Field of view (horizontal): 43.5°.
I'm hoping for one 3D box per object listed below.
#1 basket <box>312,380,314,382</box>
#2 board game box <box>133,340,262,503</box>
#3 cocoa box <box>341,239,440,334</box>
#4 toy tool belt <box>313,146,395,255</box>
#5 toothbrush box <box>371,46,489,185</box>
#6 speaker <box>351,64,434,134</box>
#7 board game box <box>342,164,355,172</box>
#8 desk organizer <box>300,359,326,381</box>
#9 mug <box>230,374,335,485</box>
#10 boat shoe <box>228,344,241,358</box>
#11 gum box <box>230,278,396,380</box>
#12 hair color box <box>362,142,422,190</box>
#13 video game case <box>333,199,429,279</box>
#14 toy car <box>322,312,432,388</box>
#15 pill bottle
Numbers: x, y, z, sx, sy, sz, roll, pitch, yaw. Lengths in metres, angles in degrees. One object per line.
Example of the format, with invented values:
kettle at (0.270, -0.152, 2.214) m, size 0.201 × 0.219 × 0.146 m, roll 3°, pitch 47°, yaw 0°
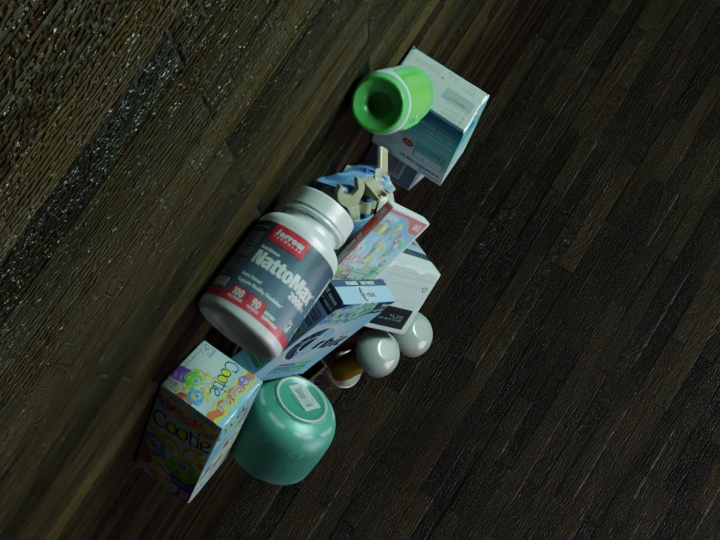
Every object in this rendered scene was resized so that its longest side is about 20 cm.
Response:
basket at (-0.163, 0.208, 1.650) m, size 0.177 × 0.139 × 0.200 m, roll -56°, pitch 168°, yaw -10°
board game box at (-0.230, 0.214, 1.263) m, size 0.105 × 0.103 × 0.200 m, roll -49°, pitch 171°, yaw -47°
cocoa box at (0.000, 0.000, 1.465) m, size 0.134 × 0.199 × 0.131 m, roll -59°, pitch -143°, yaw 23°
toy tool belt at (-0.020, -0.110, 1.333) m, size 0.200 × 0.124 × 0.124 m, roll -29°, pitch 133°, yaw -52°
toothbrush box at (0.108, -0.245, 1.467) m, size 0.086 × 0.146 × 0.200 m, roll -55°, pitch 175°, yaw -18°
speaker at (0.049, -0.242, 1.268) m, size 0.089 × 0.088 × 0.200 m, roll -59°, pitch 174°, yaw 21°
board game box at (-0.026, -0.118, 1.576) m, size 0.135 × 0.034 × 0.200 m, roll -58°, pitch 175°, yaw 10°
desk organizer at (-0.151, 0.199, 1.507) m, size 0.200 × 0.072 × 0.077 m, roll -40°, pitch 177°, yaw -8°
mug at (-0.128, 0.224, 1.372) m, size 0.115 × 0.184 × 0.152 m, roll -54°, pitch -162°, yaw 31°
boat shoe at (-0.160, 0.111, 1.482) m, size 0.201 × 0.070 × 0.072 m, roll -56°, pitch -179°, yaw 24°
gum box at (-0.066, 0.086, 1.299) m, size 0.200 × 0.045 × 0.170 m, roll -39°, pitch 163°, yaw 21°
hair color box at (0.084, -0.216, 1.665) m, size 0.061 × 0.099 × 0.200 m, roll -60°, pitch 174°, yaw 23°
video game case at (0.003, -0.013, 1.313) m, size 0.200 × 0.017 × 0.143 m, roll -46°, pitch 158°, yaw 13°
toy car at (0.013, 0.110, 1.598) m, size 0.199 × 0.151 × 0.175 m, roll -25°, pitch 179°, yaw -40°
pill bottle at (-0.099, -0.002, 1.127) m, size 0.201 × 0.119 × 0.120 m, roll -56°, pitch 175°, yaw -20°
